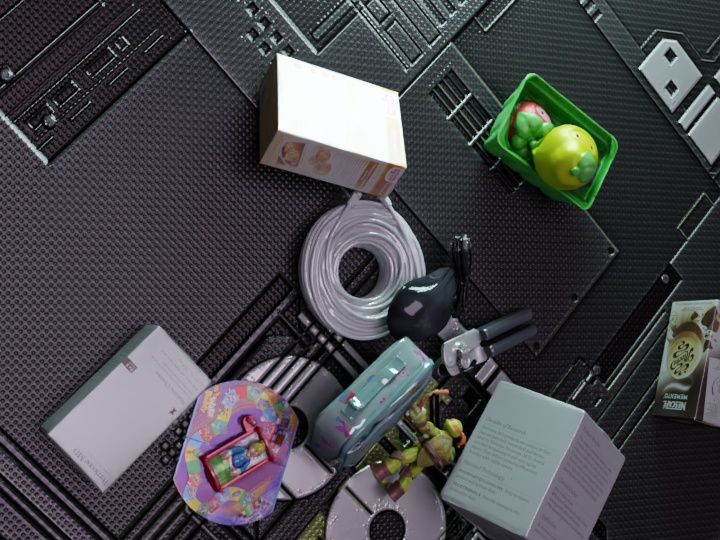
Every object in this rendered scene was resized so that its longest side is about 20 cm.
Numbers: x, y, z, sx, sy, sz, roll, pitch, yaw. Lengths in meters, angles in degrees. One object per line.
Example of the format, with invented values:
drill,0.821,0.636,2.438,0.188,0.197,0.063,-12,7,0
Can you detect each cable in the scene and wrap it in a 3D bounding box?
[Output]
cable,0.000,0.000,1.534,0.200,0.069,0.201,-44,105,-20

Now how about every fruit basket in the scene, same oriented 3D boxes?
fruit basket,0.309,-0.192,1.611,0.214,0.215,0.157,33,75,-18

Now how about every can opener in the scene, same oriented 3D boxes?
can opener,0.192,0.109,1.621,0.198,0.066,0.053,-21,97,-32

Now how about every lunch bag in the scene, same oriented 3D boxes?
lunch bag,0.016,0.193,1.472,0.077,0.161,0.200,42,66,11

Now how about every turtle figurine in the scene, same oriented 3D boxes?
turtle figurine,0.098,0.272,1.541,0.161,0.065,0.201,-37,140,-4

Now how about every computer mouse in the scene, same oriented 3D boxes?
computer mouse,0.114,0.042,1.530,0.199,0.052,0.140,-31,129,-45

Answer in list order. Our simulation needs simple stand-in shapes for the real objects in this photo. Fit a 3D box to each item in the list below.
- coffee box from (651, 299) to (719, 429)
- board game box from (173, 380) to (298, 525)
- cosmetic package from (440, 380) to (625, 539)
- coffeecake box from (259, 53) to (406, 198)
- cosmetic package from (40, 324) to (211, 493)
coffee box,0.571,0.158,1.752,0.079,0.113,0.203,17,79,-21
board game box,-0.168,0.255,1.457,0.156,0.039,0.203,21,78,-21
cosmetic package,0.258,0.307,1.549,0.167,0.165,0.202,45,69,-41
coffeecake box,-0.041,-0.206,1.490,0.197,0.073,0.155,14,49,-22
cosmetic package,-0.310,0.179,1.378,0.113,0.081,0.200,48,69,-16
